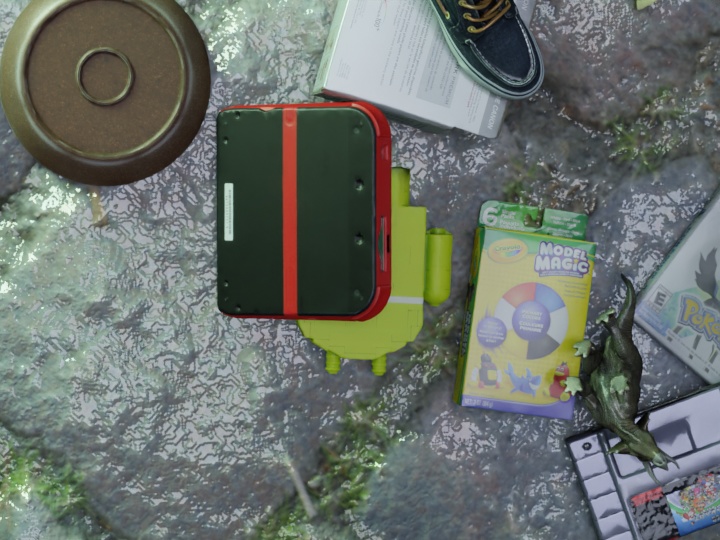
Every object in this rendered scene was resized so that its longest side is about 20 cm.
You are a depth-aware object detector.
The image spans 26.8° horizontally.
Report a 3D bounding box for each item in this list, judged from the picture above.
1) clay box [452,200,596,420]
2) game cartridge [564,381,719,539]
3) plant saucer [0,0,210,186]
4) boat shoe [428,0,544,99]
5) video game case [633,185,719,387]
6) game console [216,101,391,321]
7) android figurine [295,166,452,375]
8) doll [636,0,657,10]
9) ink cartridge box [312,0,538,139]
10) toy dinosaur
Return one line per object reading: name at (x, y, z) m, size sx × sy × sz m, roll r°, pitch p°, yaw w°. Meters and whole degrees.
clay box at (0.161, 0.037, 1.466) m, size 0.114 × 0.048 × 0.202 m, roll 7°, pitch 92°, yaw -6°
game cartridge at (0.316, 0.194, 1.489) m, size 0.199 × 0.038 × 0.131 m, roll -21°, pitch 90°, yaw 1°
plant saucer at (-0.239, -0.180, 1.414) m, size 0.198 × 0.034 × 0.202 m, roll 0°, pitch 91°, yaw -7°
boat shoe at (0.103, -0.239, 1.346) m, size 0.071 × 0.091 × 0.201 m, roll -38°, pitch 99°, yaw -6°
video game case at (0.394, 0.034, 1.511) m, size 0.200 × 0.022 × 0.183 m, roll 39°, pitch 86°, yaw -7°
game console at (-0.055, -0.054, 1.402) m, size 0.175 × 0.031 × 0.202 m, roll 1°, pitch 92°, yaw 27°
android figurine at (0.000, 0.000, 1.447) m, size 0.180 × 0.041 × 0.202 m, roll 0°, pitch 91°, yaw -8°
doll at (0.245, -0.355, 1.467) m, size 0.136 × 0.048 × 0.201 m, roll -33°, pitch 96°, yaw -7°
ink cartridge box at (0.067, -0.238, 1.428) m, size 0.174 × 0.084 × 0.202 m, roll 17°, pitch 90°, yaw -9°
toy dinosaur at (0.243, 0.102, 1.451) m, size 0.076 × 0.102 × 0.201 m, roll -16°, pitch 53°, yaw 18°
